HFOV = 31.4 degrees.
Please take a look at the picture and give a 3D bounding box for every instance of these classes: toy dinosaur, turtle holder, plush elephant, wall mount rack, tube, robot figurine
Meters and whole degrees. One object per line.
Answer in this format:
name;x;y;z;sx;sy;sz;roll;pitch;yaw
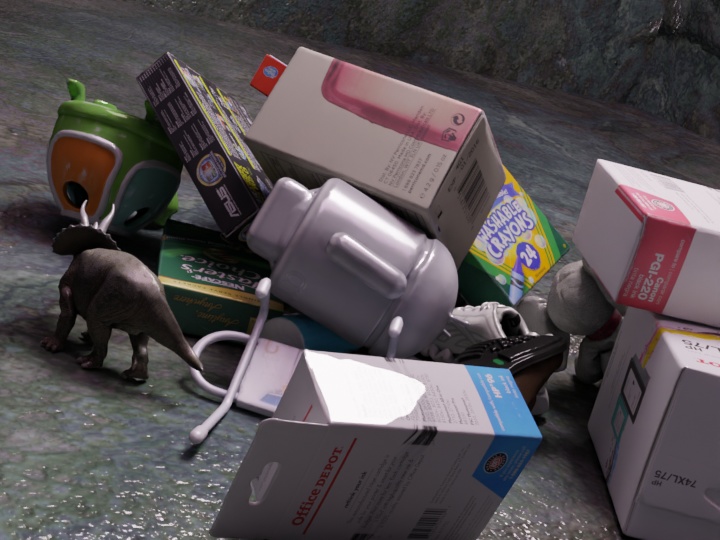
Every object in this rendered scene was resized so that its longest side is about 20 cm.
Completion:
toy dinosaur;-0.197;0.023;1.012;0.076;0.104;0.199;0;22;-42
turtle holder;-0.253;-0.107;1.326;0.139;0.133;0.185;16;-5;-6
plush elephant;0.241;0.042;1.236;0.156;0.164;0.200;53;38;-6
wall mount rack;-0.046;0.096;0.982;0.197;0.075;0.175;16;50;4
tube;-0.018;0.055;1.169;0.077;0.051;0.199;-1;5;31
robot figurine;0.000;0.000;1.088;0.199;0.114;0.170;31;-1;-2

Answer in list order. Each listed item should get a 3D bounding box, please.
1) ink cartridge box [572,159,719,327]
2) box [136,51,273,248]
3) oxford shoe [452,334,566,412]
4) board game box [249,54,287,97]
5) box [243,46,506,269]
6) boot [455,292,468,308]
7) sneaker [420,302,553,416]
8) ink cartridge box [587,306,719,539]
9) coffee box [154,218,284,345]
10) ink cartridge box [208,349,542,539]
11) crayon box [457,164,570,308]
ink cartridge box;0.298;-0.015;1.090;0.197;0.086;0.146;11;21;-11
box;-0.124;-0.104;1.260;0.201;0.044;0.160;58;13;22
oxford shoe;0.112;0.108;1.061;0.072;0.086;0.199;-1;18;40
board game box;-0.010;-0.154;1.407;0.199;0.041;0.152;37;6;39
box;0.016;-0.102;1.163;0.198;0.110;0.128;24;-16;25
boot;0.044;-0.037;1.355;0.200;0.073;0.182;40;16;-11
sneaker;0.114;0.062;1.216;0.074;0.082;0.199;0;21;-38
ink cartridge box;0.287;0.125;1.047;0.145;0.148;0.200;15;17;-3
coffee box;-0.136;0.010;1.213;0.121;0.044;0.200;14;17;-9
ink cartridge box;0.003;0.118;0.839;0.198;0.117;0.068;8;38;-27
crayon box;0.107;-0.060;1.282;0.200;0.052;0.126;50;47;1
